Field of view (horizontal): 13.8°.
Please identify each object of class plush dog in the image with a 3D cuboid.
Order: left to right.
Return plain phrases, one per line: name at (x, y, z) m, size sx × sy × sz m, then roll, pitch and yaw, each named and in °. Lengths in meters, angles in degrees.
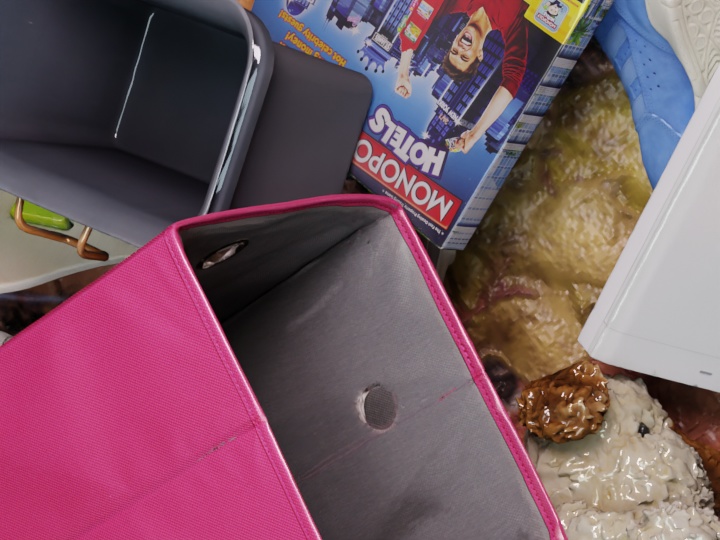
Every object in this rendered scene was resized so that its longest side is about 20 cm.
plush dog at (0.131, 0.135, 1.491) m, size 0.160 × 0.200 × 0.172 m, roll -17°, pitch 62°, yaw 23°

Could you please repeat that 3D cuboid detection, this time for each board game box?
board game box at (0.014, -0.104, 1.499) m, size 0.200 × 0.062 × 0.200 m, roll 41°, pitch 109°, yaw 31°

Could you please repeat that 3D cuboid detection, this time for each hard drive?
hard drive at (0.207, -0.031, 1.476) m, size 0.132 × 0.026 × 0.200 m, roll 14°, pitch 113°, yaw -29°

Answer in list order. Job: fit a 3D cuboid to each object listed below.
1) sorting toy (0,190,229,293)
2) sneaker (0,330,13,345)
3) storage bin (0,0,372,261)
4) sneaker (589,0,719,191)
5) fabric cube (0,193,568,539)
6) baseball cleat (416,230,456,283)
sorting toy at (-0.143, -0.083, 1.587) m, size 0.180 × 0.107 × 0.200 m, roll 8°, pitch 99°, yaw 5°
sneaker at (-0.210, 0.048, 1.583) m, size 0.099 × 0.200 × 0.078 m, roll 45°, pitch 99°, yaw 10°
storage bin at (-0.100, -0.076, 1.457) m, size 0.200 × 0.134 × 0.146 m, roll 22°, pitch 98°, yaw 36°
sneaker at (0.156, -0.106, 1.497) m, size 0.077 × 0.111 × 0.200 m, roll -27°, pitch 130°, yaw -13°
fabric cube at (-0.061, 0.101, 1.400) m, size 0.199 × 0.196 × 0.200 m, roll -33°, pitch 77°, yaw 31°
baseball cleat at (0.000, 0.000, 1.561) m, size 0.106 × 0.070 × 0.200 m, roll 9°, pitch 106°, yaw -1°
